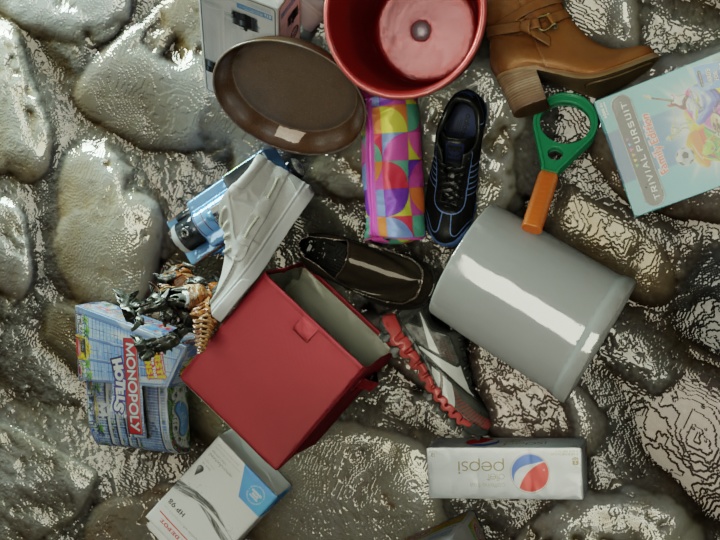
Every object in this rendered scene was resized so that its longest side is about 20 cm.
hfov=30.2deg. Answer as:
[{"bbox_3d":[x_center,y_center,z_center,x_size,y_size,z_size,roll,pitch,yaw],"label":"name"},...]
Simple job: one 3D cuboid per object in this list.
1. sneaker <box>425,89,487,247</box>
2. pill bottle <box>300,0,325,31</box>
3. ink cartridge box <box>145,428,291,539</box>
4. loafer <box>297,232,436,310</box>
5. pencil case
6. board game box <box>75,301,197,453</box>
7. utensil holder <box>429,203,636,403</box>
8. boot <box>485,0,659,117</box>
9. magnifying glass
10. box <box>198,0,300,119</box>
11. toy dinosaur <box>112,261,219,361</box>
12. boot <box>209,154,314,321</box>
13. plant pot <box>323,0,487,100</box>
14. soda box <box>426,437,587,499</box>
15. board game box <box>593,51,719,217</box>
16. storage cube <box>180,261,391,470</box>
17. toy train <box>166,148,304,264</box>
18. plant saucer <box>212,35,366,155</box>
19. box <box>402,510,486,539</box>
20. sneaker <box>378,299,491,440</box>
[{"bbox_3d":[0.115,-0.127,1.675,0.069,0.078,0.202,9,97,14],"label":"sneaker"},{"bbox_3d":[-0.027,-0.403,1.673,0.112,0.112,0.200,46,103,7],"label":"pill bottle"},{"bbox_3d":[-0.204,0.326,1.805,0.116,0.067,0.200,44,104,7],"label":"ink cartridge box"},{"bbox_3d":[0.000,0.000,1.688,0.199,0.071,0.074,15,89,26],"label":"loafer"},{"bbox_3d":[0.036,-0.133,1.694,0.088,0.088,0.202,-5,93,15],"label":"pencil case"},{"bbox_3d":[-0.287,0.145,1.785,0.198,0.061,0.202,0,95,34],"label":"board game box"},{"bbox_3d":[0.207,0.036,1.622,0.199,0.170,0.171,31,102,13],"label":"utensil holder"},{"bbox_3d":[0.253,-0.288,1.632,0.198,0.074,0.156,-15,75,0],"label":"boot"},{"bbox_3d":[0.234,-0.132,1.618,0.079,0.022,0.201,15,61,12],"label":"magnifying glass"},{"bbox_3d":[-0.137,-0.292,1.674,0.116,0.201,0.060,23,57,11],"label":"box"},{"bbox_3d":[-0.230,0.046,1.677,0.135,0.200,0.103,-22,100,-12],"label":"toy dinosaur"},{"bbox_3d":[-0.148,-0.043,1.635,0.095,0.074,0.201,34,83,-4],"label":"boot"},{"bbox_3d":[0.066,-0.301,1.619,0.198,0.177,0.202,1,93,11],"label":"plant pot"},{"bbox_3d":[0.187,0.251,1.697,0.198,0.064,0.069,-2,95,16],"label":"soda box"},{"bbox_3d":[0.401,-0.169,1.612,0.199,0.047,0.152,-21,89,15],"label":"board game box"},{"bbox_3d":[-0.088,0.119,1.703,0.200,0.171,0.180,43,104,8],"label":"storage cube"},{"bbox_3d":[-0.164,-0.084,1.735,0.199,0.114,0.087,-32,86,15],"label":"toy train"},{"bbox_3d":[-0.085,-0.222,1.649,0.198,0.201,0.035,7,55,14],"label":"plant saucer"},{"bbox_3d":[0.096,0.388,1.662,0.112,0.200,0.102,-26,87,17],"label":"box"},{"bbox_3d":[0.113,0.120,1.700,0.098,0.071,0.201,-37,89,8],"label":"sneaker"}]
